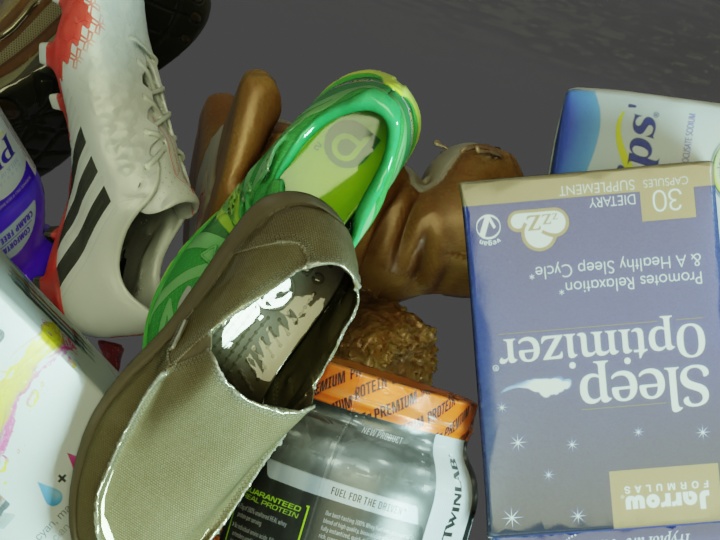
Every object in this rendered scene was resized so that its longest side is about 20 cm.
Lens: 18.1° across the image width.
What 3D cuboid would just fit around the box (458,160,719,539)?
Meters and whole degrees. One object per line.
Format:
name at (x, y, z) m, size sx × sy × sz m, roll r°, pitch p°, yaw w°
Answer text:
box at (0.114, 0.054, 1.057) m, size 0.120 × 0.032 × 0.202 m, roll -5°, pitch 85°, yaw 4°

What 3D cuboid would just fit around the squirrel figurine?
squirrel figurine at (0.000, 0.000, 1.210) m, size 0.185 × 0.141 × 0.202 m, roll 13°, pitch 79°, yaw -13°

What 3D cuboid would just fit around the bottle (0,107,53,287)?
bottle at (-0.209, -0.038, 1.180) m, size 0.083 × 0.065 × 0.201 m, roll -41°, pitch 127°, yaw -21°

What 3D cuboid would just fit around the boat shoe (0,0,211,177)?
boat shoe at (-0.174, -0.115, 1.246) m, size 0.199 × 0.076 × 0.074 m, roll -36°, pitch 53°, yaw 1°

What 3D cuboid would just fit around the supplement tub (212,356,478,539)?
supplement tub at (-0.016, 0.146, 1.082) m, size 0.121 × 0.123 × 0.202 m, roll 17°, pitch 91°, yaw 0°

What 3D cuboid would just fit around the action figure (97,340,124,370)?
action figure at (-0.144, 0.141, 1.218) m, size 0.065 × 0.052 × 0.202 m, roll 15°, pitch 83°, yaw -5°

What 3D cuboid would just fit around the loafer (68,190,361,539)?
loafer at (-0.065, 0.057, 1.016) m, size 0.076 × 0.067 × 0.201 m, roll 27°, pitch 92°, yaw -23°

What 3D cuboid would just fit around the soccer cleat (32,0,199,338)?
soccer cleat at (-0.119, -0.064, 1.165) m, size 0.085 × 0.068 × 0.202 m, roll 9°, pitch 96°, yaw 30°

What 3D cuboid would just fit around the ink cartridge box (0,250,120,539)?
ink cartridge box at (-0.200, 0.072, 1.088) m, size 0.145 × 0.145 × 0.200 m, roll -43°, pitch 112°, yaw -1°

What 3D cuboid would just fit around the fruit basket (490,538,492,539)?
fruit basket at (0.172, 0.131, 1.114) m, size 0.198 × 0.094 × 0.187 m, roll 19°, pitch 78°, yaw 19°

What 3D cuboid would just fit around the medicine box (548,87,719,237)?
medicine box at (0.212, -0.027, 1.156) m, size 0.198 × 0.182 × 0.104 m, roll 9°, pitch 93°, yaw 20°

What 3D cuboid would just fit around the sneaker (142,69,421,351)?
sneaker at (-0.044, -0.014, 1.091) m, size 0.074 × 0.084 × 0.201 m, roll 33°, pitch 92°, yaw 1°
